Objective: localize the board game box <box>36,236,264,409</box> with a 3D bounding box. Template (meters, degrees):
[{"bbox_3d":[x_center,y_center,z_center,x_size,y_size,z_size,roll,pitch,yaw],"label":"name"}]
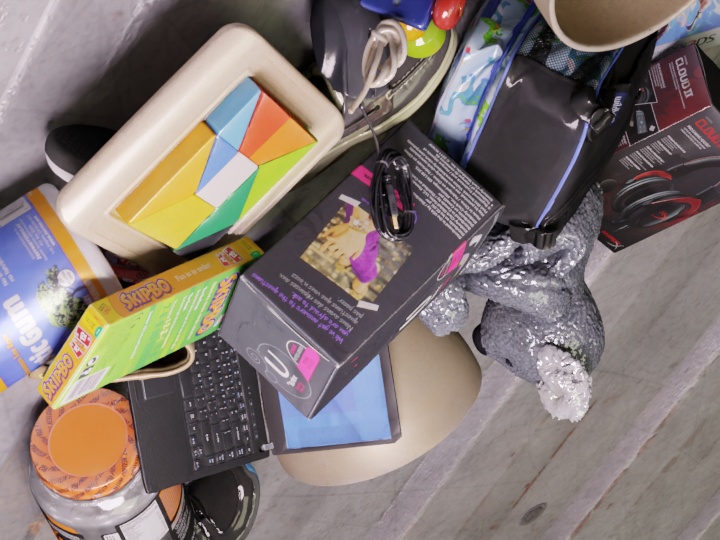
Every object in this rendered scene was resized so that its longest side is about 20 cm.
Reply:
[{"bbox_3d":[-0.146,0.034,1.393,0.200,0.030,0.096,-23,156,-51],"label":"board game box"}]

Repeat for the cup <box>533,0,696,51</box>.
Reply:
[{"bbox_3d":[0.180,-0.284,1.390,0.200,0.143,0.201,-27,149,-18],"label":"cup"}]

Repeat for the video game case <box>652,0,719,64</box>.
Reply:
[{"bbox_3d":[0.294,-0.270,1.640,0.181,0.045,0.200,-20,146,-31],"label":"video game case"}]

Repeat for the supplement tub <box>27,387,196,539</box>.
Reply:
[{"bbox_3d":[-0.216,0.189,1.634,0.122,0.123,0.200,-31,149,-13],"label":"supplement tub"}]

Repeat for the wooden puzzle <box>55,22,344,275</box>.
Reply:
[{"bbox_3d":[-0.105,-0.072,1.346,0.185,0.037,0.200,-44,156,4],"label":"wooden puzzle"}]

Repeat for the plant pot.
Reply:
[{"bbox_3d":[-0.010,0.074,1.670,0.200,0.200,0.135,-32,116,-11],"label":"plant pot"}]

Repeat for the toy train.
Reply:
[{"bbox_3d":[0.036,-0.185,1.376,0.116,0.084,0.201,65,49,-73],"label":"toy train"}]

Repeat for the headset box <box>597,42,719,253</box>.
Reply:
[{"bbox_3d":[0.274,-0.112,1.713,0.199,0.075,0.149,-26,144,25],"label":"headset box"}]

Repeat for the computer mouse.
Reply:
[{"bbox_3d":[0.010,-0.120,1.402,0.058,0.201,0.034,-18,-177,-44],"label":"computer mouse"}]

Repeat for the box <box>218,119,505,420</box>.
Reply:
[{"bbox_3d":[0.000,0.000,1.467,0.200,0.106,0.122,-43,171,-25],"label":"box"}]

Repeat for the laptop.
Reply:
[{"bbox_3d":[-0.085,0.077,1.552,0.199,0.178,0.103,-13,-173,-37],"label":"laptop"}]

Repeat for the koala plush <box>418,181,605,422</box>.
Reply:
[{"bbox_3d":[0.153,0.024,1.653,0.183,0.178,0.201,-21,114,15],"label":"koala plush"}]

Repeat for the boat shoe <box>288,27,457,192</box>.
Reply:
[{"bbox_3d":[-0.013,-0.136,1.457,0.201,0.072,0.066,-38,156,7],"label":"boat shoe"}]

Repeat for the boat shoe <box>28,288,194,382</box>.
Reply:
[{"bbox_3d":[-0.221,0.052,1.454,0.199,0.066,0.074,-4,121,-25],"label":"boat shoe"}]

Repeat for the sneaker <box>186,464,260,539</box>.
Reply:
[{"bbox_3d":[-0.175,0.258,1.827,0.200,0.073,0.082,-49,148,16],"label":"sneaker"}]

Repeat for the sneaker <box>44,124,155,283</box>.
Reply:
[{"bbox_3d":[-0.176,-0.042,1.409,0.201,0.067,0.108,6,126,-55],"label":"sneaker"}]

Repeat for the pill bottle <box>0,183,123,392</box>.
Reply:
[{"bbox_3d":[-0.277,0.034,1.358,0.200,0.112,0.112,-34,151,-9],"label":"pill bottle"}]

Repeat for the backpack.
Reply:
[{"bbox_3d":[0.149,-0.150,1.521,0.200,0.147,0.183,-51,167,-41],"label":"backpack"}]
